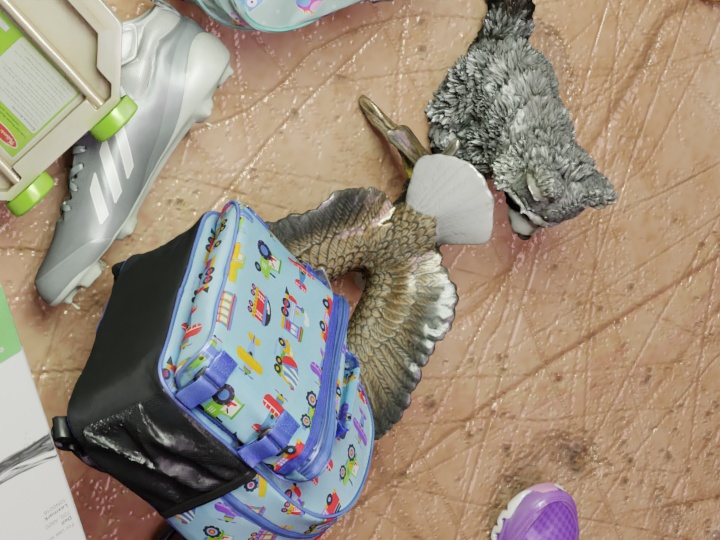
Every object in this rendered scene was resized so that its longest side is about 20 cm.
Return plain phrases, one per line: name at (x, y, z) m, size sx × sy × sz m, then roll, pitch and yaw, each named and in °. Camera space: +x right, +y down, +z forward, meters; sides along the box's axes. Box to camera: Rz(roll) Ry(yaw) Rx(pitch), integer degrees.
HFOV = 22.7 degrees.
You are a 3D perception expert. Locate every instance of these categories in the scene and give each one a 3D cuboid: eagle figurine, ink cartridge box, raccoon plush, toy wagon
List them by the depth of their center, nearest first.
ink cartridge box at (-0.250, 0.083, 1.039) m, size 0.084 × 0.146 × 0.201 m, roll -32°, pitch 128°, yaw -29°
toy wagon at (-0.238, -0.105, 1.067) m, size 0.200 × 0.040 × 0.155 m, roll -41°, pitch 104°, yaw 4°
eagle figurine at (0.001, 0.004, 1.206) m, size 0.200 × 0.152 × 0.151 m, roll -46°, pitch 140°, yaw -19°
raccoon plush at (0.114, -0.124, 1.231) m, size 0.096 × 0.134 × 0.201 m, roll -14°, pitch 109°, yaw -26°

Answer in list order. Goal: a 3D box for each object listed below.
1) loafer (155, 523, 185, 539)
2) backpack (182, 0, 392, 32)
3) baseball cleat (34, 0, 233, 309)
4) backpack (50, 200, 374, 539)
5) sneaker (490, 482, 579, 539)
loafer at (-0.121, 0.269, 1.211) m, size 0.072 × 0.063 × 0.201 m, roll 13°, pitch 82°, yaw -36°
backpack at (-0.034, -0.233, 1.125) m, size 0.200 × 0.127 × 0.167 m, roll -26°, pitch 117°, yaw -19°
baseball cleat at (-0.167, -0.079, 1.130) m, size 0.106 × 0.070 × 0.200 m, roll 35°, pitch 81°, yaw -16°
backpack at (-0.065, 0.084, 1.093) m, size 0.200 × 0.134 × 0.183 m, roll 47°, pitch 33°, yaw -25°
sneaker at (0.146, 0.265, 1.376) m, size 0.080 × 0.088 × 0.201 m, roll -1°, pitch 101°, yaw -29°
